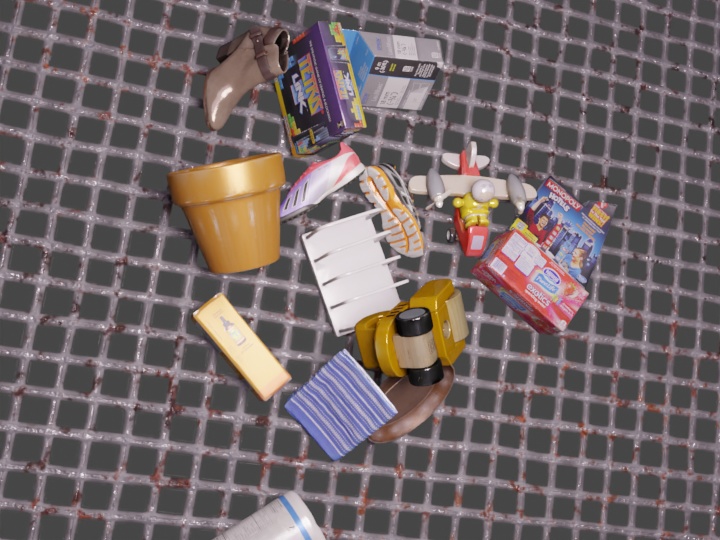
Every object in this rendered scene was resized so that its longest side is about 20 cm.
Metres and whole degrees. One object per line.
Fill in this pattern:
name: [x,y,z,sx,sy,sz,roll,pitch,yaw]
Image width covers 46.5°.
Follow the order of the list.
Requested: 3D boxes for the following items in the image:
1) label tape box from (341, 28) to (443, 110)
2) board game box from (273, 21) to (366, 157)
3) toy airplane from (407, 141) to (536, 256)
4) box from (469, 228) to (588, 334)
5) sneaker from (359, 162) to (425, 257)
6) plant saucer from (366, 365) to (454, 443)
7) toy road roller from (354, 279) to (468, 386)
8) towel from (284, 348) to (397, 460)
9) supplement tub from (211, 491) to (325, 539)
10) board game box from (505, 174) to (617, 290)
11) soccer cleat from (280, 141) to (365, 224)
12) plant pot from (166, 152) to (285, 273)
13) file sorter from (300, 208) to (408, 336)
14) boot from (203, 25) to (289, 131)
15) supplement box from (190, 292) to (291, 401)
label tape box: [0.038,-0.375,1.579,0.200,0.144,0.063,2,62,-14]
board game box: [-0.082,-0.327,1.532,0.057,0.165,0.200,-11,84,-40]
toy airplane: [0.218,-0.153,1.604,0.200,0.141,0.199,-43,93,-15]
box: [0.328,0.024,1.632,0.200,0.095,0.100,40,75,-7]
sneaker: [0.076,-0.119,1.598,0.077,0.078,0.200,-38,106,-48]
plant saucer: [0.083,0.228,1.509,0.200,0.200,0.034,-31,55,-17]
toy road roller: [0.083,0.103,1.415,0.200,0.146,0.123,-37,118,-54]
towel: [-0.039,0.239,1.454,0.145,0.200,0.024,48,40,5]
supplement tub: [-0.166,0.479,1.416,0.200,0.132,0.132,-30,91,-17]
board game box: [0.416,-0.086,1.690,0.200,0.062,0.200,41,73,-6]
soccer cleat: [-0.089,-0.157,1.545,0.200,0.068,0.073,-34,97,-2]
plant pot: [-0.219,-0.097,1.462,0.200,0.200,0.183,-14,101,-17]
file sorter: [0.000,0.000,1.525,0.139,0.125,0.200,-19,87,-18]
boot: [-0.202,-0.354,1.519,0.146,0.070,0.200,-3,72,27]
supplement box: [-0.213,0.137,1.486,0.067,0.069,0.200,-40,95,-17]
